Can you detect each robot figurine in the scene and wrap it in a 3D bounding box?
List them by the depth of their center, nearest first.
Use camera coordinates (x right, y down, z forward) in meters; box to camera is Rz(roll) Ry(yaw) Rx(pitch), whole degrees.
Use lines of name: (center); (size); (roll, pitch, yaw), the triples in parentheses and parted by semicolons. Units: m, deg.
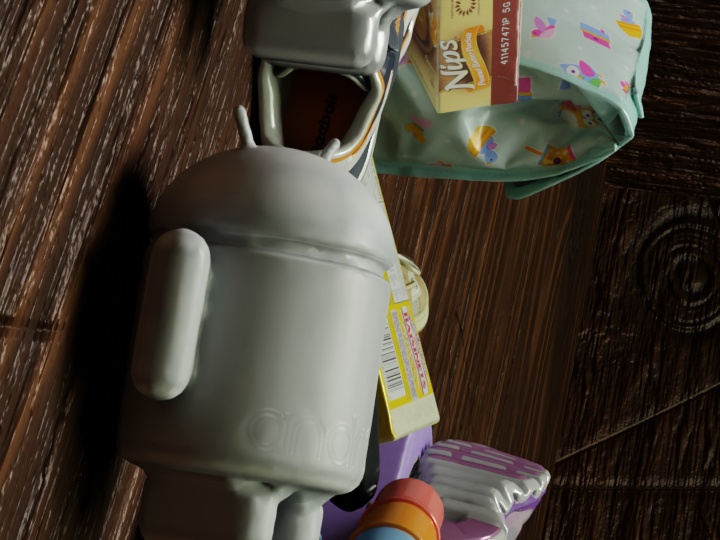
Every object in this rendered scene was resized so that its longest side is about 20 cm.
robot figurine: (-0.047, 0.031, 1.167); (0.170, 0.113, 0.201); (20, 76, -62)
robot figurine: (-0.011, -0.199, 1.258); (0.170, 0.113, 0.201); (-12, 109, -85)

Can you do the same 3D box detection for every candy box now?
candy box: (0.000, 0.000, 1.510); (0.102, 0.026, 0.201); (-8, 84, -75)
candy box: (0.044, -0.198, 1.545); (0.200, 0.055, 0.116); (-112, -162, -50)

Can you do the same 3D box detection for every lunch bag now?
lunch bag: (0.089, -0.133, 1.659); (0.170, 0.199, 0.122); (-69, 164, -59)

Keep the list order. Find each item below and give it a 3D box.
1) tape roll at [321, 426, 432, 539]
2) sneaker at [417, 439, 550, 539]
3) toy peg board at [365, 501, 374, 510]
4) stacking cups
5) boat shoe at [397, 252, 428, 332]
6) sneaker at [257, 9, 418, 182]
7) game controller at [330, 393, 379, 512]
tape roll: (-0.011, 0.181, 1.646); (0.200, 0.085, 0.201); (7, 90, -80)
sneaker: (0.064, 0.170, 1.623); (0.200, 0.080, 0.089); (-40, 142, -68)
toy peg board: (-0.005, 0.269, 1.449); (0.199, 0.098, 0.200); (-124, -143, -54)
stacking cups: (0.009, 0.168, 1.362); (0.200, 0.060, 0.061); (-56, 152, -72)
boat shoe: (-0.004, 0.012, 1.616); (0.201, 0.073, 0.063); (-33, 128, -66)
sneaker: (-0.010, -0.137, 1.427); (0.079, 0.078, 0.201); (55, 42, -78)
game controller: (-0.028, 0.039, 1.417); (0.042, 0.104, 0.200); (-30, 135, -32)
